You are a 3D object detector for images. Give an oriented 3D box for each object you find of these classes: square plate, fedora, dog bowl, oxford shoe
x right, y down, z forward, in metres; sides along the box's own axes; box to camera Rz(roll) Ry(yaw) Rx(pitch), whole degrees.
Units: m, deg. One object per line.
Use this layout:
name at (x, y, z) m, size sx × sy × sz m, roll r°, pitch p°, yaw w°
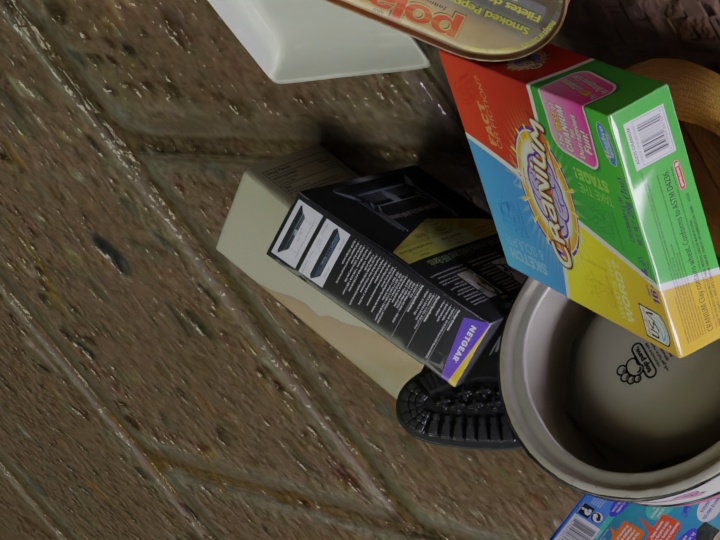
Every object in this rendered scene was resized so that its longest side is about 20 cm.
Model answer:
square plate at (-0.058, -0.212, 1.464) m, size 0.200 × 0.028 × 0.198 m, roll 52°, pitch 155°, yaw -23°
fedora at (0.225, -0.047, 1.242) m, size 0.200 × 0.082 × 0.201 m, roll 37°, pitch 151°, yaw 25°
dog bowl at (0.190, 0.057, 1.355) m, size 0.200 × 0.201 × 0.074 m, roll 24°, pitch 170°, yaw 36°
oxford shoe at (0.123, 0.098, 1.551) m, size 0.199 × 0.073 × 0.084 m, roll -4°, pitch 160°, yaw -3°

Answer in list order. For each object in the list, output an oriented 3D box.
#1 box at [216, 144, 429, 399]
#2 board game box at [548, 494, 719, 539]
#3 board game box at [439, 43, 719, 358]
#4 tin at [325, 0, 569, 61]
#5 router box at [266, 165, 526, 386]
box at (0.000, 0.000, 1.608) m, size 0.200 × 0.095 × 0.078 m, roll 40°, pitch 126°, yaw 23°
board game box at (0.251, 0.203, 1.548) m, size 0.200 × 0.152 × 0.045 m, roll 33°, pitch 156°, yaw 21°
board game box at (0.127, -0.050, 1.253) m, size 0.200 × 0.040 × 0.154 m, roll 31°, pitch 145°, yaw 61°
tin at (0.026, -0.187, 1.224) m, size 0.199 × 0.042 × 0.112 m, roll 23°, pitch 136°, yaw 3°
router box at (0.049, -0.002, 1.480) m, size 0.157 × 0.052 × 0.200 m, roll 35°, pitch -160°, yaw 17°
